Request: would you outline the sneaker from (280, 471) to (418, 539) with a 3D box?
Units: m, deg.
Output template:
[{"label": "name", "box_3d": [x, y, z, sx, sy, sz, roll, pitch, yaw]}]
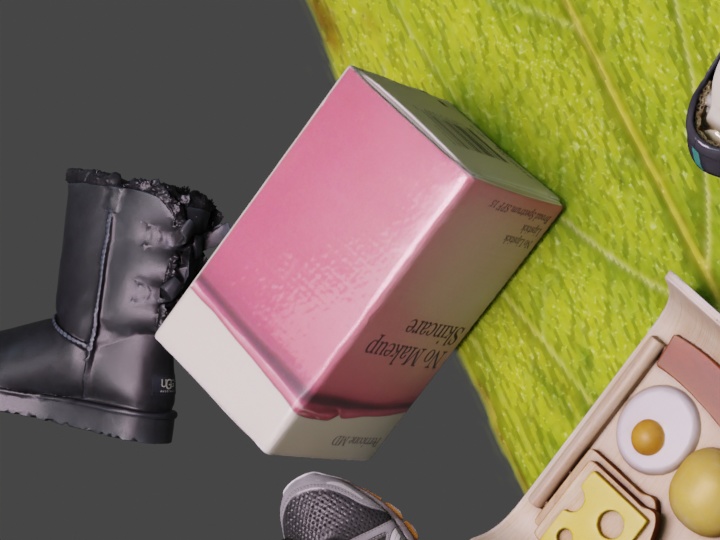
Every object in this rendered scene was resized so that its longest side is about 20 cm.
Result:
[{"label": "sneaker", "box_3d": [0.005, 0.203, 1.265, 0.078, 0.077, 0.201, -40, 65, 21]}]

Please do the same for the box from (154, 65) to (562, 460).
[{"label": "box", "box_3d": [0.000, 0.000, 1.264, 0.109, 0.128, 0.200, 43, 106, 26]}]

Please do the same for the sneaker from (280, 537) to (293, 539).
[{"label": "sneaker", "box_3d": [-0.047, 0.238, 1.260, 0.116, 0.075, 0.201, 51, 148, 18]}]

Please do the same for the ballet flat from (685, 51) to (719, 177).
[{"label": "ballet flat", "box_3d": [0.238, -0.138, 1.179, 0.073, 0.073, 0.201, 39, 103, 28]}]

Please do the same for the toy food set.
[{"label": "toy food set", "box_3d": [0.162, 0.123, 1.193, 0.143, 0.060, 0.200, 43, 104, 27]}]

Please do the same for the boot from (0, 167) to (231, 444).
[{"label": "boot", "box_3d": [-0.184, 0.016, 1.402, 0.197, 0.073, 0.164, 9, 90, 24]}]
